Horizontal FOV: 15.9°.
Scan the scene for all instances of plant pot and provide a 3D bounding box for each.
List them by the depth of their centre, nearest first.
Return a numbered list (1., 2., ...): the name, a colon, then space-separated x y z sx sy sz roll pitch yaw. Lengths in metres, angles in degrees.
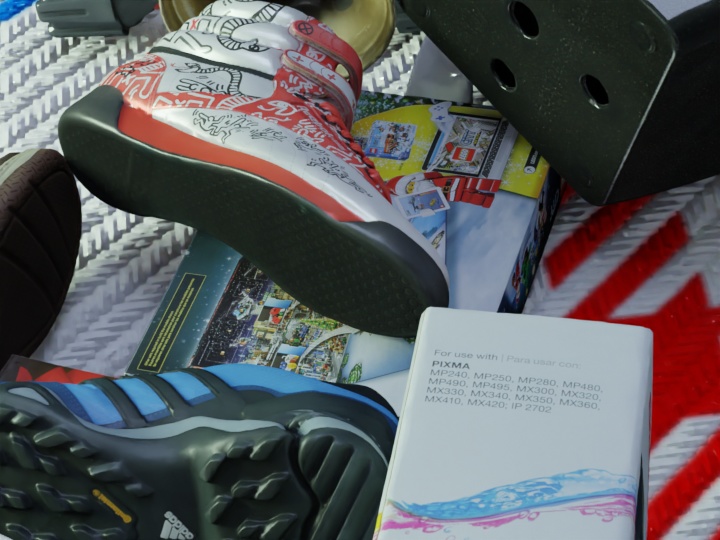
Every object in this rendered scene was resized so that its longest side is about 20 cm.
1. plant pot: 0.129 -0.147 1.072 0.177 0.200 0.200 -36 74 -24

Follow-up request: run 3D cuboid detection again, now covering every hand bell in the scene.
1. hand bell: -0.027 -0.191 1.171 0.104 0.104 0.201 1 53 7

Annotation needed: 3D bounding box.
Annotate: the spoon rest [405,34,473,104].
1. spoon rest: 0.094 -0.134 1.200 0.099 0.061 0.200 22 48 32

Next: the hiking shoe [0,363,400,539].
1. hiking shoe: -0.079 0.071 0.925 0.199 0.075 0.087 6 17 12

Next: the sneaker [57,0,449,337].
1. sneaker: -0.020 -0.051 1.048 0.201 0.067 0.108 24 52 34

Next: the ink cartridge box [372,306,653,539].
1. ink cartridge box: 0.046 0.131 0.827 0.082 0.146 0.200 4 41 9

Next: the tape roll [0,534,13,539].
1. tape roll: -0.165 0.175 0.836 0.202 0.037 0.204 -5 57 8

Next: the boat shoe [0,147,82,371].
1. boat shoe: -0.179 0.020 1.040 0.074 0.075 0.203 2 40 20

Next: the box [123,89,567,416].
1. box: 0.000 0.000 1.069 0.136 0.038 0.200 8 42 15

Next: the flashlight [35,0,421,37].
1. flashlight: -0.052 -0.141 1.225 0.199 0.068 0.068 -4 19 8

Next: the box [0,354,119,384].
1. box: -0.110 0.120 0.938 0.136 0.039 0.200 12 43 18
